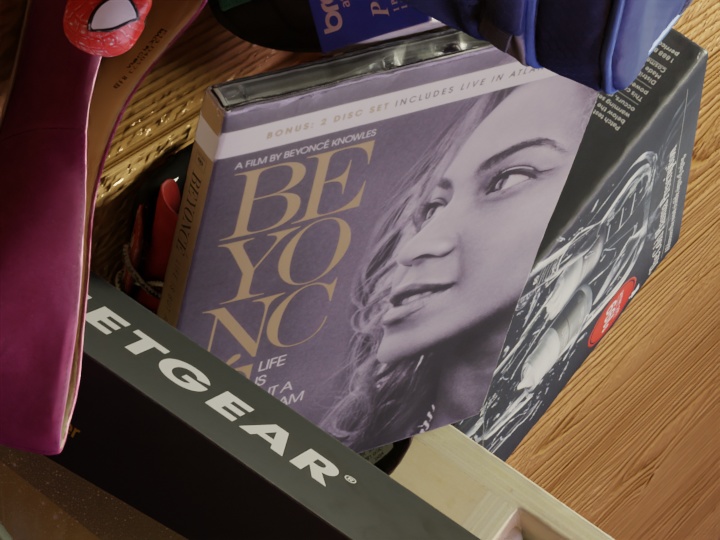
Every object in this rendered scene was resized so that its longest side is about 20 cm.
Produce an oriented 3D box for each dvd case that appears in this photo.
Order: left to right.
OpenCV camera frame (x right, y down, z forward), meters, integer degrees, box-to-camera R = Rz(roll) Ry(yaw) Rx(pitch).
[{"bbox_3d":[0.000,0.000,0.887,0.148,0.016,0.200,-16,143,-28],"label":"dvd case"}]

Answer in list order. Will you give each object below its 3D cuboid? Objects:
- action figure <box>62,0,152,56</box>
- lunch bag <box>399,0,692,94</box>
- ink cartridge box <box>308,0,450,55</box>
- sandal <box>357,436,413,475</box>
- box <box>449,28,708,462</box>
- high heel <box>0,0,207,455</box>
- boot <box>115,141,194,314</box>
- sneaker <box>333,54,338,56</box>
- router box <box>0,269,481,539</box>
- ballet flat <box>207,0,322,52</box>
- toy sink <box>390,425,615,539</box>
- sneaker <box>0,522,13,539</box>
[{"bbox_3d":[-0.030,-0.149,0.728,0.200,0.052,0.065,-60,158,7],"label":"action figure"},{"bbox_3d":[0.059,-0.143,0.687,0.136,0.132,0.200,-51,157,-36],"label":"lunch bag"},{"bbox_3d":[0.042,-0.131,0.892,0.044,0.094,0.200,-14,-178,31],"label":"ink cartridge box"},{"bbox_3d":[-0.013,0.068,1.006,0.080,0.057,0.201,75,39,-71],"label":"sandal"},{"bbox_3d":[0.056,-0.014,1.181,0.182,0.104,0.200,-50,163,-16],"label":"box"},{"bbox_3d":[-0.067,-0.042,0.769,0.200,0.096,0.067,-49,161,-21],"label":"high heel"},{"bbox_3d":[-0.086,0.046,0.948,0.200,0.072,0.144,-58,166,-25],"label":"boot"},{"bbox_3d":[0.044,-0.099,1.066,0.200,0.074,0.080,-37,171,-38],"label":"sneaker"},{"bbox_3d":[-0.081,0.099,0.816,0.158,0.200,0.052,-63,164,21],"label":"router box"},{"bbox_3d":[0.013,-0.107,0.944,0.068,0.068,0.200,-17,174,32],"label":"ballet flat"},{"bbox_3d":[0.007,0.130,1.145,0.112,0.200,0.130,-51,165,-16],"label":"toy sink"},{"bbox_3d":[-0.147,0.082,0.664,0.114,0.200,0.076,-41,-159,-20],"label":"sneaker"}]
